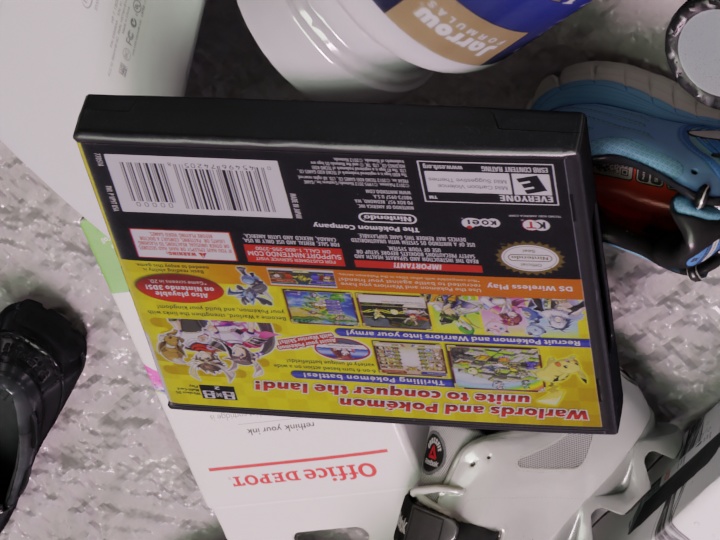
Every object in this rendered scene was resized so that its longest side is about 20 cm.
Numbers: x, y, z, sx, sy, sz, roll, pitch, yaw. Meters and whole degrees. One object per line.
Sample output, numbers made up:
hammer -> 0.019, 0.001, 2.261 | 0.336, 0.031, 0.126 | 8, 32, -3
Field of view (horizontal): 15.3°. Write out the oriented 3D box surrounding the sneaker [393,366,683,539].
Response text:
sneaker -> 0.043, 0.111, 1.164 | 0.089, 0.200, 0.074 | 47, 166, -17

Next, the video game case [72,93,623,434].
video game case -> 0.000, 0.000, 1.080 | 0.198, 0.026, 0.181 | 3, 142, 13

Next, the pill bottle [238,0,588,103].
pill bottle -> 0.049, -0.145, 1.003 | 0.200, 0.116, 0.116 | -33, 106, 38

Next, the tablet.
tablet -> -0.112, -0.120, 1.120 | 0.130, 0.014, 0.201 | 40, 129, 33

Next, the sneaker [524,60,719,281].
sneaker -> 0.154, -0.023, 1.069 | 0.198, 0.090, 0.079 | 7, 126, 17

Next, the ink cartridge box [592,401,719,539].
ink cartridge box -> 0.201, 0.121, 1.154 | 0.144, 0.084, 0.200 | 37, 130, -5

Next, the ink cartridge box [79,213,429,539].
ink cartridge box -> -0.030, 0.038, 1.208 | 0.116, 0.067, 0.201 | -7, 119, 27

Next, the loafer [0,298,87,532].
loafer -> -0.197, 0.095, 1.322 | 0.068, 0.071, 0.201 | 34, 130, -1

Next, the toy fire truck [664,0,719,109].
toy fire truck -> 0.243, -0.086, 0.981 | 0.200, 0.129, 0.176 | 44, 129, 3
